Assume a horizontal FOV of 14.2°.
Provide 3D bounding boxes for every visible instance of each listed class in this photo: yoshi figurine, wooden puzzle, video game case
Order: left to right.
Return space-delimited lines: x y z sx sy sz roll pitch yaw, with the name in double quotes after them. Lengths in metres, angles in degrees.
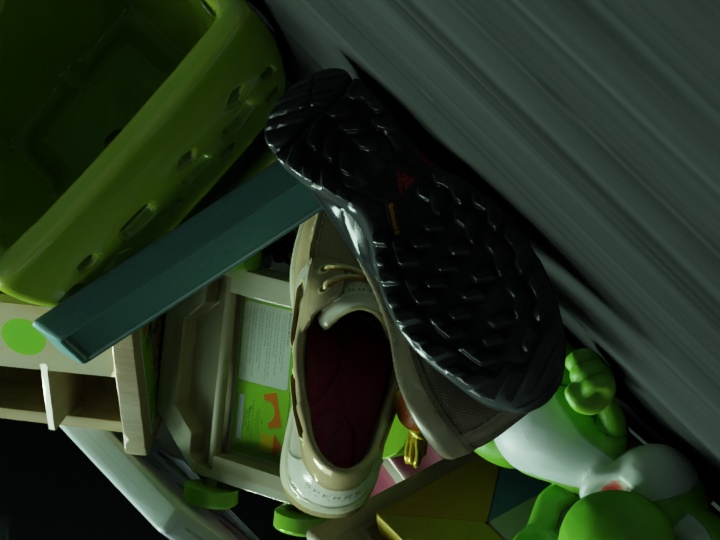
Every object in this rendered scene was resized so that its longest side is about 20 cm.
-0.119 0.138 1.803 0.200 0.024 0.182 41 179 43 "video game case"
0.095 0.145 1.532 0.200 0.185 0.037 39 148 46 "wooden puzzle"
0.104 0.101 1.477 0.200 0.112 0.112 41 167 23 "yoshi figurine"

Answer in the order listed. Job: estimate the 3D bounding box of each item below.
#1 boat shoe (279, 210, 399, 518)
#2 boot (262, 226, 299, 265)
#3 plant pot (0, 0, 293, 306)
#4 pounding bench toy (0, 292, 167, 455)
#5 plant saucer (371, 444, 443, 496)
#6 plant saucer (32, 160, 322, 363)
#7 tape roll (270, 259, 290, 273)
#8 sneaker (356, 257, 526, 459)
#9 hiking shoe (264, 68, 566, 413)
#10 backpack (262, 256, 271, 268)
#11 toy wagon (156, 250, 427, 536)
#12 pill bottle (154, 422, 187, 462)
-0.002 0.031 1.560 0.074 0.200 0.069 7 159 -9 "boat shoe"
0.000 0.000 1.749 0.151 0.073 0.200 46 168 0 "boot"
-0.153 -0.095 1.568 0.199 0.200 0.181 43 -179 24 "plant pot"
-0.184 -0.004 1.759 0.156 0.200 0.124 5 128 12 "pounding bench toy"
-0.002 0.104 1.742 0.200 0.051 0.201 33 151 21 "plant saucer"
-0.080 -0.013 1.537 0.019 0.200 0.070 57 179 17 "plant saucer"
0.007 0.063 1.914 0.203 0.037 0.203 55 -162 -27 "tape roll"
0.048 0.008 1.461 0.070 0.075 0.200 50 -164 -46 "sneaker"
0.040 -0.010 1.368 0.200 0.076 0.101 54 -172 25 "hiking shoe"
-0.136 -0.037 1.965 0.147 0.183 0.200 46 -179 14 "backpack"
-0.033 0.072 1.656 0.200 0.155 0.040 14 -167 35 "toy wagon"
-0.067 0.073 1.938 0.113 0.113 0.200 45 -168 17 "pill bottle"
